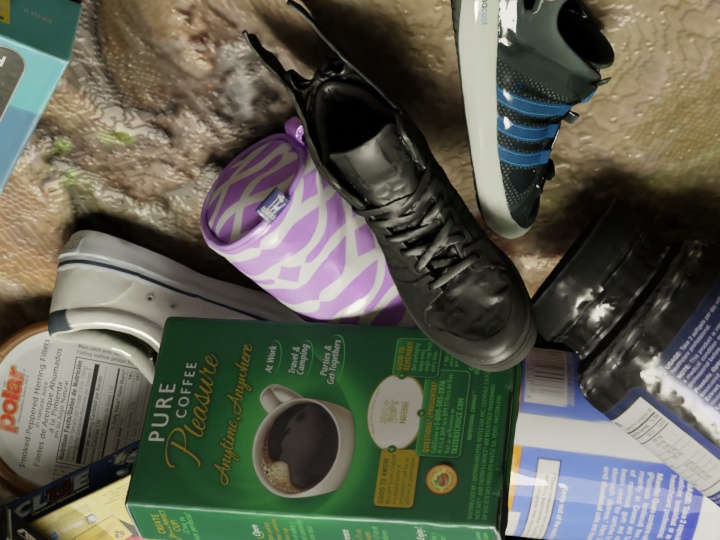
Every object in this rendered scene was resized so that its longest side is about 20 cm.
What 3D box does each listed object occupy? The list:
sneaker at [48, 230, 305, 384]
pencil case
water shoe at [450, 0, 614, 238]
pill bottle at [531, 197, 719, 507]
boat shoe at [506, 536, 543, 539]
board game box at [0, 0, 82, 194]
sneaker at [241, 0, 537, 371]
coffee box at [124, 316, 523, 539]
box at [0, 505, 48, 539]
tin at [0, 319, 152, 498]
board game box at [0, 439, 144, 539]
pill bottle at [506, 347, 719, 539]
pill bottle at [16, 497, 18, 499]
[{"bbox_3d":[-0.088,0.045,1.324,0.199,0.071,0.073,20,161,-10],"label":"sneaker"},{"bbox_3d":[0.000,0.000,1.273,0.200,0.084,0.086,40,85,-34],"label":"pencil case"},{"bbox_3d":[0.092,-0.090,1.163,0.079,0.072,0.200,-6,140,5],"label":"water shoe"},{"bbox_3d":[0.191,0.055,1.249,0.200,0.112,0.112,39,134,1],"label":"pill bottle"},{"bbox_3d":[0.102,0.169,1.456,0.199,0.075,0.066,-20,131,26],"label":"boat shoe"},{"bbox_3d":[-0.266,-0.111,1.194,0.199,0.047,0.151,20,137,-16],"label":"board game box"},{"bbox_3d":[0.016,-0.041,1.163,0.060,0.200,0.104,-34,155,8],"label":"sneaker"},{"bbox_3d":[-0.017,0.088,1.220,0.199,0.123,0.044,1,147,10],"label":"coffee box"},{"bbox_3d":[-0.200,0.265,1.320,0.193,0.048,0.200,-44,112,7],"label":"box"},{"bbox_3d":[-0.134,0.092,1.362,0.199,0.113,0.042,12,165,-8],"label":"tin"},{"bbox_3d":[-0.091,0.154,1.324,0.199,0.035,0.136,-25,116,11],"label":"board game box"},{"bbox_3d":[0.164,0.109,1.351,0.199,0.112,0.112,7,139,-2],"label":"pill bottle"},{"bbox_3d":[-0.111,0.160,1.438,0.199,0.112,0.111,24,136,-21],"label":"pill bottle"}]
